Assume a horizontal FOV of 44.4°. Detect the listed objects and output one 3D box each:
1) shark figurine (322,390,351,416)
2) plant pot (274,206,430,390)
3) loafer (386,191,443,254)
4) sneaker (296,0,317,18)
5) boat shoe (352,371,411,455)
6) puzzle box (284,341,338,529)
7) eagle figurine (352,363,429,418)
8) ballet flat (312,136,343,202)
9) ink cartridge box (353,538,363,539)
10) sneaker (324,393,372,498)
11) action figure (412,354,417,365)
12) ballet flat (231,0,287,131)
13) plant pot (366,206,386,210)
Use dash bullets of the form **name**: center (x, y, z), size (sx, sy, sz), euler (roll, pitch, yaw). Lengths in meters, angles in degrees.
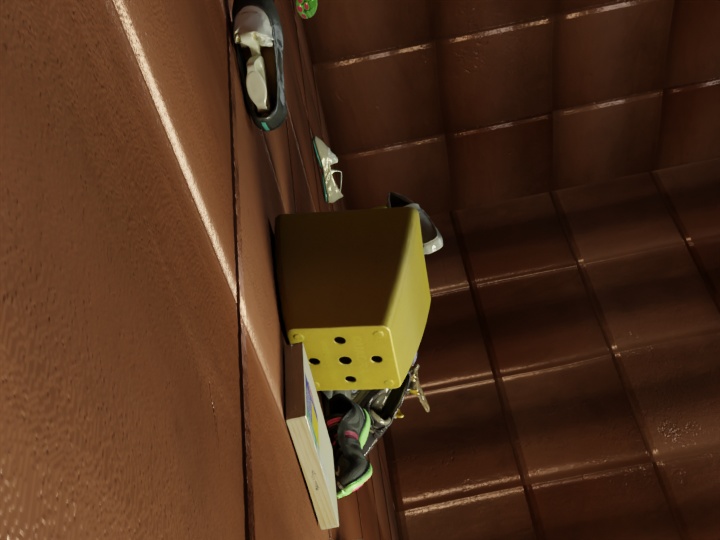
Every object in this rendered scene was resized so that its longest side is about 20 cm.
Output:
- **shark figurine**: center (-0.031, 0.155, 1.452), size (0.128, 0.089, 0.217), euler (-99, 180, -77)
- **plant pot**: center (-0.014, 0.052, 1.199), size (0.201, 0.198, 0.178), euler (77, 15, -46)
- **loafer**: center (0.099, -0.094, 1.720), size (0.200, 0.070, 0.070), euler (45, -19, 55)
- **sneaker**: center (-0.190, -0.949, 2.960), size (0.084, 0.076, 0.202), euler (-90, 171, -60)
- **boat shoe**: center (0.022, 0.238, 1.465), size (0.201, 0.072, 0.065), euler (-61, -151, 2)
- **puzzle box**: center (-0.061, 0.207, 1.104), size (0.134, 0.025, 0.201), euler (-98, 176, -55)
- **eagle figurine**: center (0.024, 0.239, 1.593), size (0.153, 0.199, 0.151), euler (62, -14, 1)
- **ballet flat**: center (-0.091, -0.300, 2.591), size (0.070, 0.069, 0.202), euler (-95, 174, -73)
- **ink cartridge box**: center (-0.006, 0.450, 1.215), size (0.200, 0.039, 0.101), euler (-37, 117, -87)
- **sneaker**: center (-0.031, 0.259, 1.314), size (0.084, 0.076, 0.200), euler (51, 15, -23)
- **action figure**: center (0.055, 0.085, 1.633), size (0.070, 0.129, 0.201), euler (-61, 143, -36)
- **ballet flat**: center (-0.135, -0.289, 1.179), size (0.068, 0.067, 0.202), euler (-30, 109, -79)
- **plant pot**: center (0.000, 0.000, 1.728), size (0.182, 0.198, 0.200), euler (-110, -175, -48)
